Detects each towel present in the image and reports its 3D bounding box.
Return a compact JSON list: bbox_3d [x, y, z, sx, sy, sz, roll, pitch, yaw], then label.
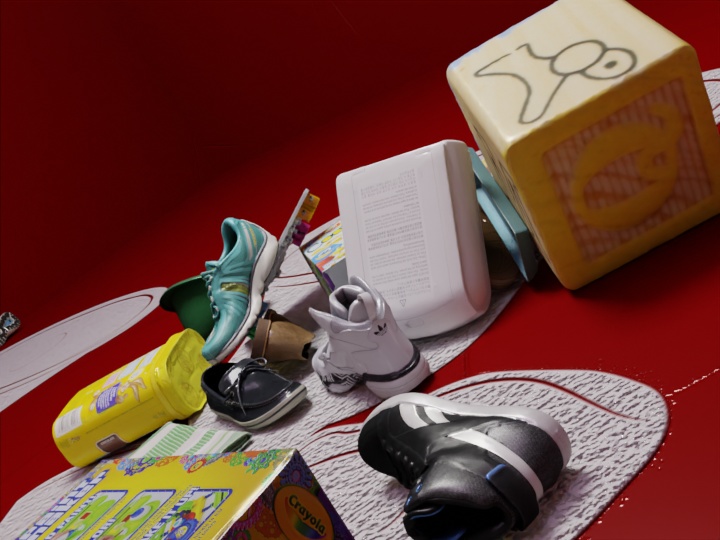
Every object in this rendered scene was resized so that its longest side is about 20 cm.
[{"bbox_3d":[-0.228,0.228,1.031,0.152,0.023,0.200,-40,17,-32],"label":"towel"}]

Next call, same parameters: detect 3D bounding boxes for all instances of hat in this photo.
[{"bbox_3d":[-0.226,0.110,1.422,0.165,0.177,0.199,-28,-21,31],"label":"hat"}]

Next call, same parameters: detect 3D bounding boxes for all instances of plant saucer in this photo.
[{"bbox_3d":[0.154,-0.070,1.006,0.019,0.070,0.200,-22,37,1],"label":"plant saucer"}]

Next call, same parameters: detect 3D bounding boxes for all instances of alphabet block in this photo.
[{"bbox_3d":[0.226,-0.139,0.908,0.195,0.197,0.200,-29,35,8],"label":"alphabet block"}]

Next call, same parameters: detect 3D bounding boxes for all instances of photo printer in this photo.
[{"bbox_3d":[0.058,-0.026,0.992,0.166,0.201,0.069,-14,-10,37],"label":"photo printer"}]

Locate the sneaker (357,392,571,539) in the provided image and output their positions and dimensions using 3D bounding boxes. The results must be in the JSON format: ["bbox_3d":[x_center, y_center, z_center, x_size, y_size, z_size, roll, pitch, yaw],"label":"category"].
[{"bbox_3d":[0.046,0.150,0.660,0.199,0.073,0.112,-12,22,47],"label":"sneaker"}]

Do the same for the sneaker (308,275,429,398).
[{"bbox_3d":[-0.011,0.067,0.953,0.075,0.115,0.200,-37,16,-24],"label":"sneaker"}]

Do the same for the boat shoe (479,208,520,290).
[{"bbox_3d":[0.131,-0.028,1.062,0.073,0.063,0.200,-2,31,-15],"label":"boat shoe"}]

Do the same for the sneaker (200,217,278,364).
[{"bbox_3d":[-0.169,0.024,1.133,0.077,0.079,0.201,-25,44,45],"label":"sneaker"}]

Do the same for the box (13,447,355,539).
[{"bbox_3d":[-0.076,0.210,0.458,0.192,0.201,0.122,-14,22,45],"label":"box"}]

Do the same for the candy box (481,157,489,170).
[{"bbox_3d":[0.218,-0.134,1.276,0.115,0.055,0.200,-21,18,32],"label":"candy box"}]

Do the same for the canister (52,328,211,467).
[{"bbox_3d":[-0.309,0.176,1.233,0.199,0.087,0.149,-28,16,15],"label":"canister"}]

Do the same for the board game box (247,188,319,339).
[{"bbox_3d":[-0.118,-0.001,1.277,0.201,0.026,0.200,-65,3,-12],"label":"board game box"}]

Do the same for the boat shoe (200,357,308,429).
[{"bbox_3d":[-0.133,0.141,1.057,0.075,0.062,0.200,-37,17,-30],"label":"boat shoe"}]

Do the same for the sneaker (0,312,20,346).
[{"bbox_3d":[-1.127,0.210,2.756,0.090,0.078,0.200,-45,5,26],"label":"sneaker"}]

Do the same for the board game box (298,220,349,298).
[{"bbox_3d":[0.000,0.000,1.169,0.103,0.105,0.200,-32,15,-5],"label":"board game box"}]

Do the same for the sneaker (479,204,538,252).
[{"bbox_3d":[0.208,-0.088,1.108,0.108,0.070,0.200,-35,25,-1],"label":"sneaker"}]

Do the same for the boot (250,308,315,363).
[{"bbox_3d":[-0.100,0.094,1.172,0.075,0.074,0.200,11,1,-4],"label":"boot"}]
